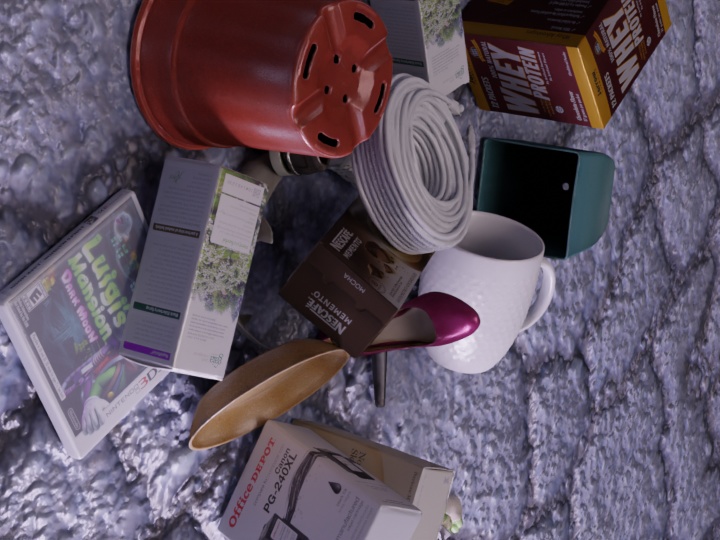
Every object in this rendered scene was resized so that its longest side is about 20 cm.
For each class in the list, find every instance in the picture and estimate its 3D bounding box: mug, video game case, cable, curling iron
[{"bbox_3d":[0.167,0.032,1.788,0.198,0.148,0.177,-4,119,-31],"label":"mug"},{"bbox_3d":[-0.254,0.053,1.364,0.182,0.023,0.202,-46,134,-35],"label":"video game case"},{"bbox_3d":[0.058,-0.119,1.544,0.200,0.069,0.203,34,49,-50],"label":"cable"},{"bbox_3d":[0.022,0.077,1.724,0.050,0.025,0.203,-84,176,-69],"label":"curling iron"}]

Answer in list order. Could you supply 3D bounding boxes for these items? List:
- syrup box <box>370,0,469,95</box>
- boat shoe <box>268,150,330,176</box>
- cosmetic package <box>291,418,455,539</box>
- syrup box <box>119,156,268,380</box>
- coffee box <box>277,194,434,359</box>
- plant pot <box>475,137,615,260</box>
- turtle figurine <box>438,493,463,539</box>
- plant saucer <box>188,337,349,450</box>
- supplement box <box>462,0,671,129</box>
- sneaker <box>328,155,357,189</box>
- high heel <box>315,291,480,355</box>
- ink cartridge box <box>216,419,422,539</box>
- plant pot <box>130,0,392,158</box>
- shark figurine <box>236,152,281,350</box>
[{"bbox_3d":[0.065,-0.303,1.620,0.079,0.081,0.202,-35,127,-39],"label":"syrup box"},{"bbox_3d":[-0.047,-0.197,1.496,0.072,0.060,0.204,37,58,-60],"label":"boat shoe"},{"bbox_3d":[0.001,0.250,1.611,0.073,0.198,0.105,18,87,-52],"label":"cosmetic package"},{"bbox_3d":[-0.164,-0.001,1.367,0.078,0.081,0.203,18,85,-54],"label":"syrup box"},{"bbox_3d":[0.000,0.000,1.532,0.080,0.113,0.200,-49,-179,24],"label":"coffee box"},{"bbox_3d":[0.266,-0.105,1.908,0.199,0.140,0.143,-11,110,-58],"label":"plant pot"},{"bbox_3d":[0.048,0.331,1.752,0.144,0.201,0.193,-44,150,15],"label":"turtle figurine"},{"bbox_3d":[-0.104,0.125,1.493,0.199,0.200,0.036,-14,67,-50],"label":"plant saucer"},{"bbox_3d":[0.256,-0.308,1.772,0.201,0.196,0.133,-54,137,-26],"label":"supplement box"},{"bbox_3d":[0.001,-0.122,1.599,0.199,0.072,0.086,-15,110,-51],"label":"sneaker"},{"bbox_3d":[0.039,0.071,1.608,0.096,0.198,0.068,-38,123,-47],"label":"high heel"},{"bbox_3d":[-0.050,0.277,1.539,0.083,0.199,0.147,20,98,-50],"label":"ink cartridge box"},{"bbox_3d":[-0.086,-0.201,1.355,0.200,0.194,0.204,-23,120,-46],"label":"plant pot"},{"bbox_3d":[-0.120,-0.019,1.467,0.127,0.089,0.218,0,99,-51],"label":"shark figurine"}]
